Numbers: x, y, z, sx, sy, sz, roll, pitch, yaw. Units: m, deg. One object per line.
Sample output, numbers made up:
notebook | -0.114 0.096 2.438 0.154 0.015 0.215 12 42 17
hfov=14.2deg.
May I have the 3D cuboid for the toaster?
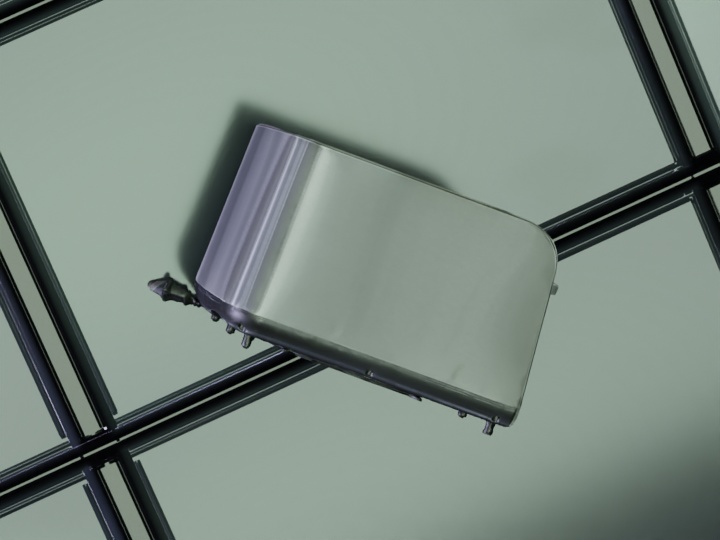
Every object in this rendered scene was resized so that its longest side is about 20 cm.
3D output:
toaster | 0.000 0.000 1.618 0.199 0.181 0.119 20 91 -10
